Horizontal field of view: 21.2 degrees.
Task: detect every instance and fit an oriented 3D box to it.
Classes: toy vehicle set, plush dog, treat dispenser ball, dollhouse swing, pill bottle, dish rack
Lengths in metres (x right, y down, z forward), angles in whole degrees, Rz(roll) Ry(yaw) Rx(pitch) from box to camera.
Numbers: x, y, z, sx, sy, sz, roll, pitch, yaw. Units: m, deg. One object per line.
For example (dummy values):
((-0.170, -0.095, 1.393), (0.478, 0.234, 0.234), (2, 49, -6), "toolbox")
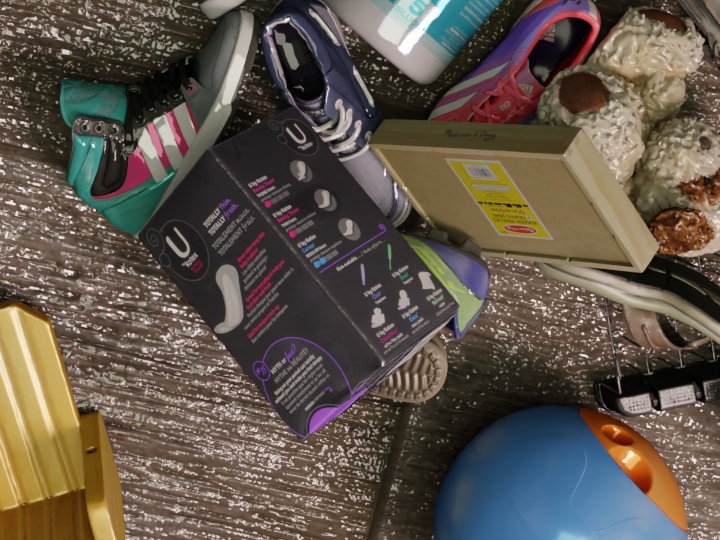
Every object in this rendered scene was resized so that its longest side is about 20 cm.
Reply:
((0.110, -0.057, 1.418), (0.027, 0.200, 0.124), (-55, 128, -24), "toy vehicle set")
((0.215, -0.078, 1.451), (0.172, 0.200, 0.161), (39, 131, 8), "plush dog")
((0.157, 0.206, 1.512), (0.200, 0.201, 0.202), (-1, 104, -5), "treat dispenser ball")
((-0.299, 0.154, 1.479), (0.199, 0.182, 0.176), (-14, 125, -2), "dollhouse swing")
((0.072, -0.247, 1.442), (0.111, 0.111, 0.200), (38, 97, -13), "pill bottle")
((0.259, 0.016, 1.555), (0.153, 0.055, 0.201), (-11, 103, -5), "dish rack")

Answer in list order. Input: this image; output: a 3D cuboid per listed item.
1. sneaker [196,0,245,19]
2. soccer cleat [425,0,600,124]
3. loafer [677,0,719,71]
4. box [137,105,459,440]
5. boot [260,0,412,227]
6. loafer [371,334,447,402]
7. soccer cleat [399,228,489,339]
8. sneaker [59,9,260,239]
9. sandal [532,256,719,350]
((-0.063, -0.283, 1.427), (0.200, 0.073, 0.112), (-32, 105, 14), "sneaker")
((0.111, -0.133, 1.491), (0.068, 0.073, 0.200), (39, 98, -14), "soccer cleat")
((0.278, -0.199, 1.504), (0.063, 0.072, 0.200), (-27, 98, 20), "loafer")
((-0.046, 0.001, 1.414), (0.200, 0.106, 0.122), (51, 133, 6), "box")
((-0.022, -0.112, 1.468), (0.073, 0.090, 0.201), (-24, 103, 16), "boot")
((-0.025, 0.050, 1.528), (0.199, 0.068, 0.076), (20, 109, 6), "loafer")
((0.000, 0.000, 1.484), (0.199, 0.065, 0.084), (14, 65, 13), "soccer cleat")
((-0.166, -0.127, 1.458), (0.120, 0.084, 0.200), (25, 108, -18), "sneaker")
((0.220, 0.025, 1.495), (0.200, 0.080, 0.057), (23, 115, -3), "sandal")
